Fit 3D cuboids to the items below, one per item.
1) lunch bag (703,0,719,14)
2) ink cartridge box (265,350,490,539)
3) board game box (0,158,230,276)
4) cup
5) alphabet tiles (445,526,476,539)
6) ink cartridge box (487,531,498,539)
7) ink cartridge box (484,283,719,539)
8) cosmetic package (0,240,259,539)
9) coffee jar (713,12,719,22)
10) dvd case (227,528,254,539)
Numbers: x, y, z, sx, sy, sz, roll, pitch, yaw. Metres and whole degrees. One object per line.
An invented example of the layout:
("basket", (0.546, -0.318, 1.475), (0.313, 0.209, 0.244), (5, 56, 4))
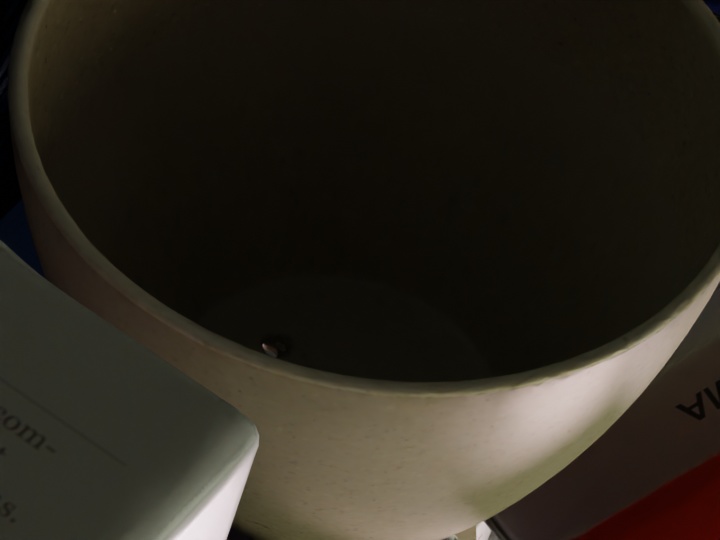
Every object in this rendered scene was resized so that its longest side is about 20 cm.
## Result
("lunch bag", (0.144, -0.174, 0.952), (0.170, 0.200, 0.127), (-52, 156, -14))
("ink cartridge box", (-0.055, 0.139, 1.143), (0.147, 0.146, 0.200), (-49, 165, -30))
("board game box", (-0.067, -0.006, 0.960), (0.200, 0.045, 0.152), (-50, 166, -28))
("cup", (0.000, 0.000, 0.825), (0.200, 0.200, 0.143), (-47, 158, -37))
("alphabet tiles", (-0.032, 0.138, 0.998), (0.200, 0.008, 0.167), (-3, 93, -42))
("ink cartridge box", (0.055, 0.053, 1.138), (0.083, 0.200, 0.145), (-49, -174, -31))
("ink cartridge box", (0.122, 0.026, 0.869), (0.200, 0.044, 0.174), (-32, -153, 11))
("cosmetic package", (-0.153, 0.090, 0.582), (0.200, 0.167, 0.166), (-45, 163, -39))
("coffee jar", (0.083, -0.066, 1.024), (0.104, 0.200, 0.085), (-43, 145, -44))
("dvd case", (-0.070, 0.092, 0.830), (0.200, 0.149, 0.016), (-3, 108, -50))
